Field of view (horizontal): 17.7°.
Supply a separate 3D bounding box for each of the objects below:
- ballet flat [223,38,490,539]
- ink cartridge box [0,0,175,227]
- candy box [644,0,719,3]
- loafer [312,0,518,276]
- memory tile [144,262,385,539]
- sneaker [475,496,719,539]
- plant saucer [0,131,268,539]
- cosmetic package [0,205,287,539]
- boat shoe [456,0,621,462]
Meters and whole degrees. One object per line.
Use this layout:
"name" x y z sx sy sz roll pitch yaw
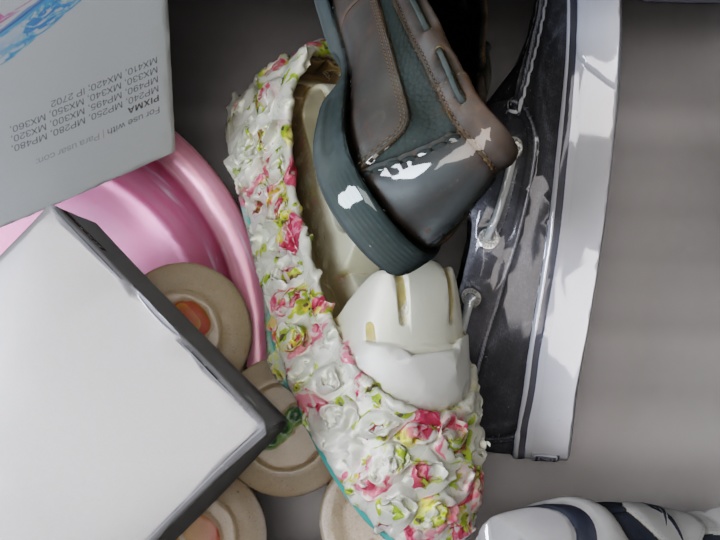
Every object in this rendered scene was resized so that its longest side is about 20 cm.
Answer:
"ballet flat" 0.000 0.000 0.805 0.075 0.064 0.201 0 54 -34
"ink cartridge box" -0.133 -0.136 0.764 0.082 0.201 0.146 -26 51 -25
"candy box" 0.187 -0.201 0.840 0.166 0.072 0.202 0 87 4
"loafer" 0.026 -0.074 0.791 0.063 0.201 0.072 -33 119 22
"memory tile" -0.075 0.111 0.819 0.153 0.017 0.200 42 90 5
"sneaker" 0.096 0.165 0.823 0.129 0.079 0.201 -7 113 -27
"plant saucer" -0.129 0.029 0.860 0.199 0.051 0.202 0 86 3
"cosmetic package" -0.130 0.084 0.775 0.200 0.090 0.107 -43 85 -2
"boat shoe" 0.056 -0.033 0.845 0.067 0.072 0.202 7 95 3
